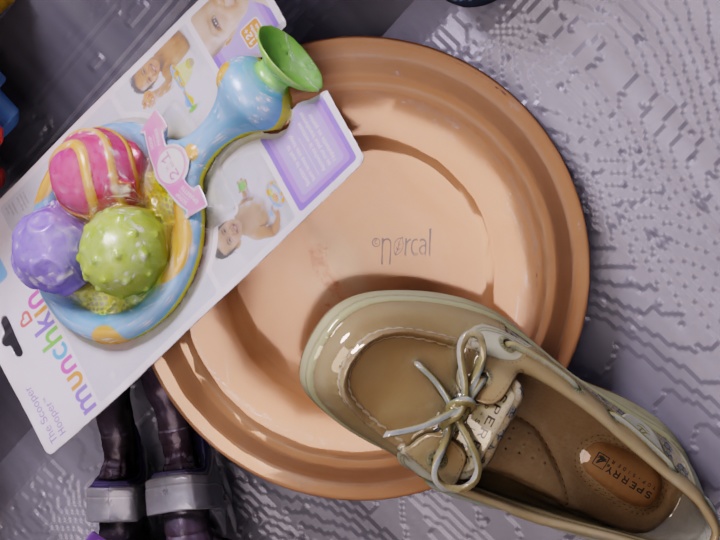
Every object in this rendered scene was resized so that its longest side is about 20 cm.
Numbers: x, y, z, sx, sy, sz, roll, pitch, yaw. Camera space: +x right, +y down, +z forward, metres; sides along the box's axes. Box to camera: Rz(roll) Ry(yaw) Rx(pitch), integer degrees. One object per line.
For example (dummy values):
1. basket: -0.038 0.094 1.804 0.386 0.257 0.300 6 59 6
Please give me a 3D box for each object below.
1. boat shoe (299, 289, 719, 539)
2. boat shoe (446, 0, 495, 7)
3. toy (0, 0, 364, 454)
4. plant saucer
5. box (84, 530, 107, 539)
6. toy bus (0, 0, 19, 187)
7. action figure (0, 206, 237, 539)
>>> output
1. boat shoe: 0.067 0.066 1.209 0.199 0.063 0.074 21 102 -27
2. boat shoe: 0.067 -0.201 1.190 0.084 0.069 0.201 24 109 10
3. toy: -0.100 -0.030 1.217 0.200 0.047 0.115 -40 60 20
4. plant saucer: 0.000 0.000 1.248 0.199 0.032 0.201 0 95 -1
5. box: -0.058 0.214 1.313 0.200 0.039 0.137 32 144 7
6. toy bus: -0.229 -0.094 1.245 0.136 0.200 0.192 -37 99 22
7. action figure: -0.103 0.035 1.305 0.130 0.069 0.201 -3 99 25
